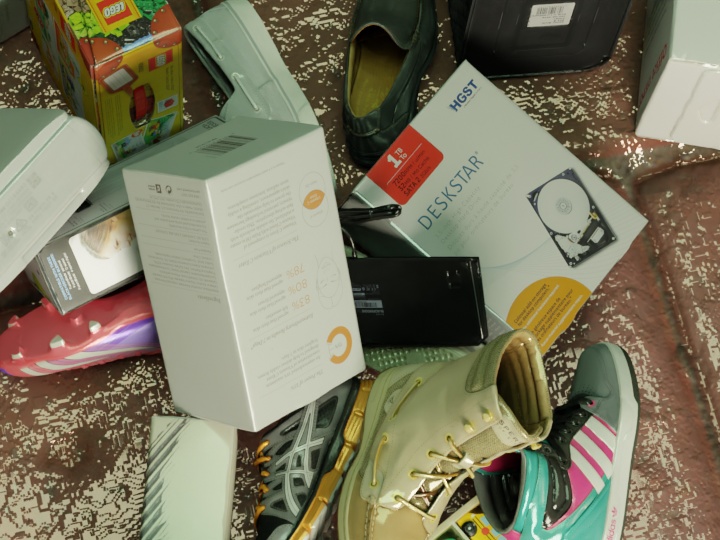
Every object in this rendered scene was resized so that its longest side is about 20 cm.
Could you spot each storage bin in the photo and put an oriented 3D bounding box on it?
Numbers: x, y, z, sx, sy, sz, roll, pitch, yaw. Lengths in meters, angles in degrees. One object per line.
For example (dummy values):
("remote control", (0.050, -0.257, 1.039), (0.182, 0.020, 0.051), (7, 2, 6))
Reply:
("storage bin", (0.148, -0.246, 1.781), (0.134, 0.200, 0.094), (-4, 69, -6))

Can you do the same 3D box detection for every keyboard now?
("keyboard", (0.000, 0.000, 1.694), (0.199, 0.128, 0.021), (0, 23, 23))

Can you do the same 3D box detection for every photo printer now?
("photo printer", (-0.299, -0.054, 1.684), (0.167, 0.200, 0.070), (-50, 117, -19))

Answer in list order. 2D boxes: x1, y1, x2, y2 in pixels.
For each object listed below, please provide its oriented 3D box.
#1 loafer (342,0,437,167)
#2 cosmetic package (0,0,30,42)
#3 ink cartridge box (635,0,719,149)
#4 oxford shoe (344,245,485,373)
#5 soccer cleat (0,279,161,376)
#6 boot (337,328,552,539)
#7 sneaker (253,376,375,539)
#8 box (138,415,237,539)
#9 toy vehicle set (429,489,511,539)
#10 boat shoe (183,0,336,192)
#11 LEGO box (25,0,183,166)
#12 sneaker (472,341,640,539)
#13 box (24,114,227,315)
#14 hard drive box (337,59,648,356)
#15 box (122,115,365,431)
("loafer", (0.023, -0.189, 1.812), (0.072, 0.072, 0.201), (-1, 66, 12))
("cosmetic package", (-0.343, -0.231, 1.808), (0.199, 0.074, 0.102), (-33, 74, -18))
("ink cartridge box", (0.320, -0.218, 1.814), (0.145, 0.147, 0.201), (9, 68, -1))
("oxford shoe", (0.036, 0.049, 1.736), (0.200, 0.075, 0.058), (38, 25, 19))
("soccer cleat", (-0.192, 0.049, 1.715), (0.199, 0.077, 0.067), (-22, 42, 2))
("boot", (0.065, 0.146, 1.600), (0.073, 0.155, 0.201), (34, 53, -31))
("sneaker", (-0.051, 0.162, 1.674), (0.077, 0.078, 0.201), (23, 58, 5))
("box", (-0.134, 0.217, 1.639), (0.068, 0.082, 0.201), (4, 66, -1))
("toy vehicle set", (0.114, 0.281, 1.661), (0.124, 0.027, 0.200), (-38, 75, -17))
("boat shoe", (-0.085, -0.137, 1.791), (0.068, 0.072, 0.201), (-25, 73, -10))
("LEGO box", (-0.206, -0.190, 1.732), (0.077, 0.200, 0.149), (-25, 72, -13))
("sneaker", (0.143, 0.134, 1.678), (0.120, 0.084, 0.201), (21, 59, -20))
("box", (-0.174, -0.046, 1.720), (0.199, 0.117, 0.060), (-27, 112, -15))
("hard drive box", (0.103, -0.040, 1.743), (0.200, 0.077, 0.156), (40, 69, -1))
("box", (-0.085, 0.000, 1.631), (0.097, 0.201, 0.124), (10, 28, 44))
